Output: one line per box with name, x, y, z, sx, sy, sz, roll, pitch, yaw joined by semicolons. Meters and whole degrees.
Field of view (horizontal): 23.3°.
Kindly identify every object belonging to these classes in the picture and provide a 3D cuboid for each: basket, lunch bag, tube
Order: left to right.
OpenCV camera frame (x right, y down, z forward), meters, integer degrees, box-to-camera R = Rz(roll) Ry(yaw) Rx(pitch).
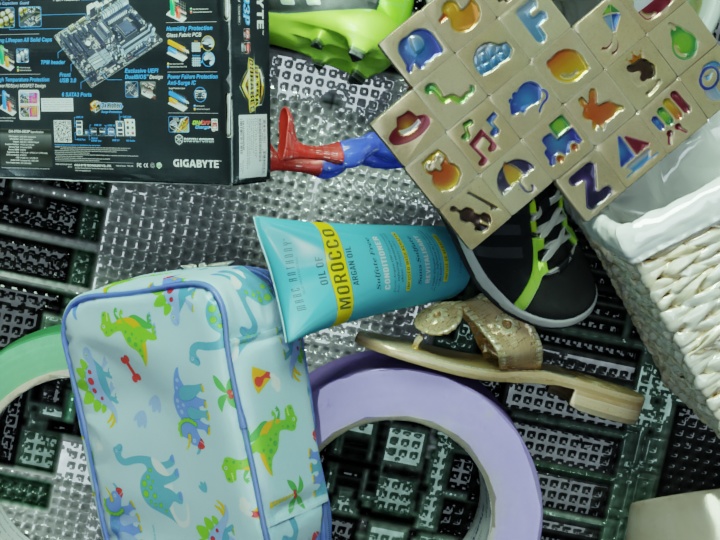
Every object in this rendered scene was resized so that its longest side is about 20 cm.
lunch bag;-0.106;0.097;1.102;0.161;0.082;0.200;-9;94;38
tube;0.000;0.000;1.116;0.050;0.200;0.078;-24;80;33
basket;0.262;-0.017;1.119;0.200;0.198;0.161;-29;100;1

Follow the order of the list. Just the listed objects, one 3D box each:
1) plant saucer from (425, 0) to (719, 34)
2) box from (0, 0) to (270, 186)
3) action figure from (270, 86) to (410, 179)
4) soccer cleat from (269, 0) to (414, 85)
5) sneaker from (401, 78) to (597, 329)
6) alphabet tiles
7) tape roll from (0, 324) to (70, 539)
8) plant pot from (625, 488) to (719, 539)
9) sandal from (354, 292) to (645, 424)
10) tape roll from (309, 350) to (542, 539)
plant saucer;0.137;-0.191;1.148;0.200;0.050;0.200;1;71;-2
box;-0.153;-0.136;1.124;0.200;0.046;0.159;3;97;29
action figure;0.032;-0.104;1.157;0.200;0.065;0.099;6;80;-26
soccer cleat;-0.061;-0.190;1.162;0.200;0.068;0.081;22;65;5
sneaker;0.097;-0.043;1.101;0.200;0.083;0.072;51;58;-19
alphabet tiles;0.112;-0.113;1.055;0.200;0.008;0.167;-40;102;-3
tape roll;-0.189;0.137;1.198;0.200;0.048;0.201;0;96;-1
plant pot;0.251;0.233;1.163;0.200;0.200;0.174;-7;79;-1
sandal;0.102;0.042;1.176;0.212;0.078;0.070;17;94;-18
tape roll;0.020;0.157;1.187;0.200;0.085;0.200;0;96;-2
